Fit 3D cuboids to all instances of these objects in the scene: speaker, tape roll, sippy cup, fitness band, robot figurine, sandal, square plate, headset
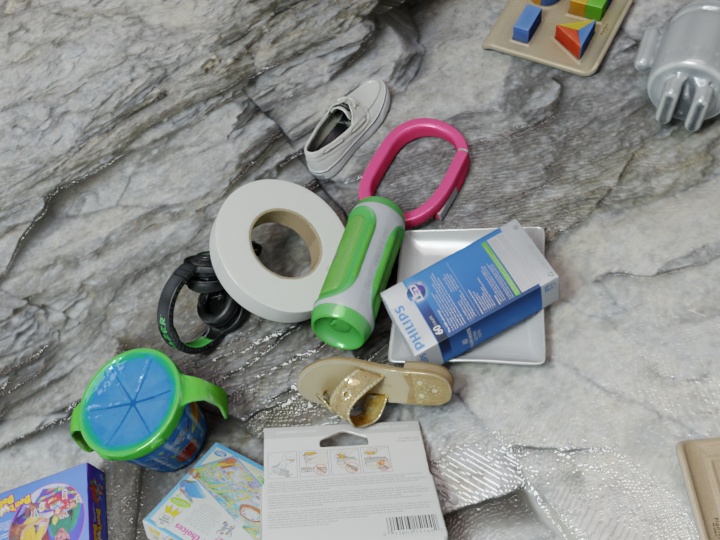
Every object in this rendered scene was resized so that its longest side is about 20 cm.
[{"bbox_3d":[0.000,0.000,0.975,0.087,0.089,0.202,6,53,19],"label":"speaker"},{"bbox_3d":[-0.106,-0.029,1.010,0.199,0.037,0.206,13,58,-22],"label":"tape roll"},{"bbox_3d":[-0.260,0.188,0.932,0.175,0.131,0.141,18,64,24],"label":"sippy cup"},{"bbox_3d":[0.079,-0.143,1.096,0.142,0.038,0.202,19,65,25],"label":"fitness band"},{"bbox_3d":[0.469,-0.291,1.028,0.167,0.113,0.202,20,66,15],"label":"robot figurine"},{"bbox_3d":[0.005,0.154,0.888,0.208,0.079,0.070,-5,33,21],"label":"sandal"},{"bbox_3d":[0.142,0.034,0.973,0.196,0.029,0.201,-1,59,15],"label":"square plate"},{"bbox_3d":[-0.211,0.023,1.034,0.093,0.125,0.200,16,46,33],"label":"headset"}]

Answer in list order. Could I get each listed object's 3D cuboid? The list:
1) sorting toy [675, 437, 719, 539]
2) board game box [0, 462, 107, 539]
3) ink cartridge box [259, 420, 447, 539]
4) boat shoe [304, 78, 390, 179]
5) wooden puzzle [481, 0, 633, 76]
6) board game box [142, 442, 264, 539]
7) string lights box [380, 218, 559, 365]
[{"bbox_3d":[0.439,0.257,0.752,0.196,0.037,0.188,-7,58,6],"label":"sorting toy"},{"bbox_3d":[-0.420,0.343,0.933,0.197,0.045,0.136,-20,56,4],"label":"board game box"},{"bbox_3d":[-0.014,0.252,0.842,0.196,0.045,0.177,-2,31,-6],"label":"ink cartridge box"},{"bbox_3d":[-0.023,-0.237,1.164,0.071,0.066,0.201,30,71,29],"label":"boat shoe"},{"bbox_3d":[0.316,-0.409,1.185,0.197,0.047,0.187,21,67,26],"label":"wooden puzzle"},{"bbox_3d":[-0.131,0.293,0.856,0.197,0.035,0.134,20,41,26],"label":"board game box"},{"bbox_3d":[0.136,0.032,0.924,0.197,0.059,0.104,-28,56,-2],"label":"string lights box"}]
